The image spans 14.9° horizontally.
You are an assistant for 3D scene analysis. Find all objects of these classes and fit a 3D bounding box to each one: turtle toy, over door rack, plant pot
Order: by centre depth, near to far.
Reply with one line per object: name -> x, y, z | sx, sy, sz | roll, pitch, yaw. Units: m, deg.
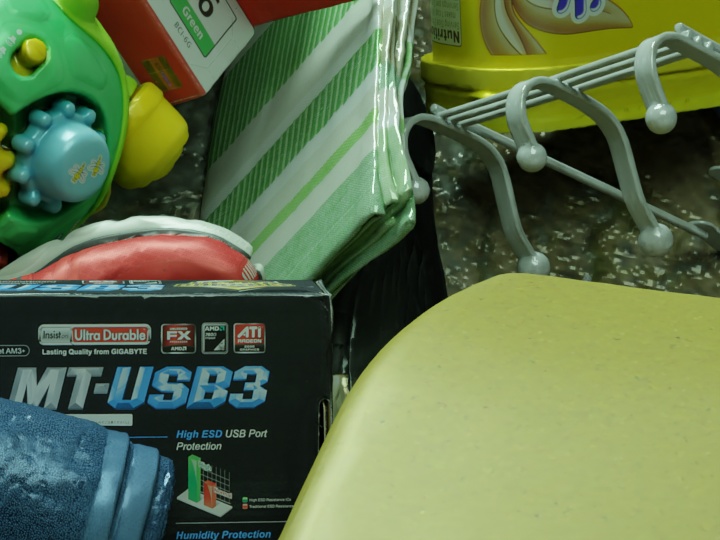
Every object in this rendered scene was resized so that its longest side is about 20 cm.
plant pot -> 0.081, 0.112, 0.877 | 0.194, 0.195, 0.201 | 8, 44, 10
turtle toy -> -0.170, -0.040, 1.056 | 0.146, 0.200, 0.101 | 44, 21, -11
over door rack -> 0.132, -0.034, 1.064 | 0.199, 0.147, 0.067 | 9, 75, -40

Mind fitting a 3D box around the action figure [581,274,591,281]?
action figure -> 0.162, 0.067, 1.049 | 0.192, 0.105, 0.201 | 20, 75, 2

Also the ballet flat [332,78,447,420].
ballet flat -> 0.000, 0.000, 1.122 | 0.057, 0.066, 0.201 | -23, 43, 25

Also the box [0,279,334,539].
box -> -0.109, 0.103, 0.933 | 0.199, 0.050, 0.200 | -1, 95, -7

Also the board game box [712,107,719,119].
board game box -> 0.153, -0.163, 1.238 | 0.019, 0.103, 0.201 | 2, 46, -37

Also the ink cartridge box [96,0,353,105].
ink cartridge box -> -0.102, -0.117, 1.090 | 0.199, 0.109, 0.050 | -11, 31, 40

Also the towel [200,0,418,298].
towel -> -0.021, -0.056, 1.102 | 0.023, 0.153, 0.201 | 24, 45, -23

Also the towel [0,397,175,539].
towel -> -0.165, 0.085, 0.877 | 0.199, 0.049, 0.112 | 15, 93, -7

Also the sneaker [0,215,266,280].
sneaker -> -0.127, 0.041, 0.996 | 0.199, 0.077, 0.085 | -17, 19, 3

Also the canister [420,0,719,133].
canister -> 0.093, -0.167, 1.151 | 0.148, 0.201, 0.086 | -10, 14, -29
